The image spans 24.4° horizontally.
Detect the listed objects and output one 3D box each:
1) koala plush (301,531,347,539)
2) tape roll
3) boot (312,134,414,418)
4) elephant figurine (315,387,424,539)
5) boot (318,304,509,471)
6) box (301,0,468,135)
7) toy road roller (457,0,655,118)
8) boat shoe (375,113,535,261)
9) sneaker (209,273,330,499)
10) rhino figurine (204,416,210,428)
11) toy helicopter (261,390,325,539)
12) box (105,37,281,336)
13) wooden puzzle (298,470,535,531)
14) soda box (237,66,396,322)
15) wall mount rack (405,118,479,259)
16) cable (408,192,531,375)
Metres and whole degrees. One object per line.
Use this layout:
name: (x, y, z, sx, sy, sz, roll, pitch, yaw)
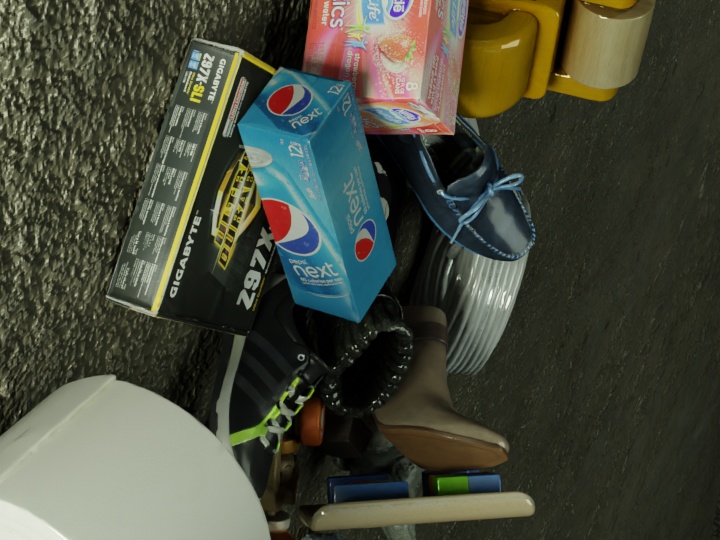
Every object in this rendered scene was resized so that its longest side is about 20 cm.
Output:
koala plush: (-0.041, 0.342, 1.565, 0.200, 0.183, 0.178, 27, 82, -55)
tape roll: (-0.177, 0.190, 1.079, 0.139, 0.202, 0.203, -44, 145, -48)
boot: (0.002, 0.001, 1.398, 0.158, 0.079, 0.212, -101, -166, -59)
elephant figurine: (0.021, 0.165, 1.599, 0.155, 0.141, 0.200, -46, 143, -18)
boot: (0.050, 0.097, 1.459, 0.070, 0.199, 0.146, 63, 38, -46)
box: (0.026, -0.213, 1.298, 0.095, 0.102, 0.201, 33, 61, -66)
toy road roller: (0.140, -0.194, 1.410, 0.123, 0.199, 0.146, 95, 10, -47)
boat shoe: (0.079, -0.078, 1.382, 0.200, 0.069, 0.084, 42, 72, -23)
sneaker: (-0.067, 0.087, 1.330, 0.072, 0.083, 0.201, 52, 39, -64)
rhino figurine: (-0.127, 0.183, 1.355, 0.200, 0.060, 0.088, 83, 6, -45)
toy helicopter: (-0.070, 0.182, 1.460, 0.200, 0.079, 0.133, 80, 13, -74)
box: (-0.104, -0.057, 1.251, 0.160, 0.049, 0.201, 21, 87, -69)
wooden puzzle: (0.042, 0.196, 1.440, 0.200, 0.185, 0.046, 123, -37, -80)
soda box: (-0.030, -0.055, 1.265, 0.068, 0.064, 0.200, -57, 148, -32)
wall mount rack: (0.078, -0.107, 1.527, 0.174, 0.074, 0.200, 50, 25, -60)
cable: (0.108, 0.006, 1.645, 0.200, 0.069, 0.201, -173, -82, -79)
